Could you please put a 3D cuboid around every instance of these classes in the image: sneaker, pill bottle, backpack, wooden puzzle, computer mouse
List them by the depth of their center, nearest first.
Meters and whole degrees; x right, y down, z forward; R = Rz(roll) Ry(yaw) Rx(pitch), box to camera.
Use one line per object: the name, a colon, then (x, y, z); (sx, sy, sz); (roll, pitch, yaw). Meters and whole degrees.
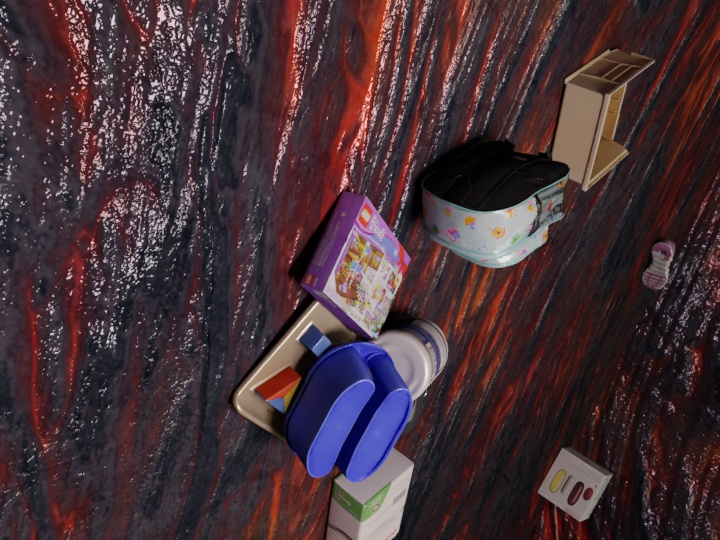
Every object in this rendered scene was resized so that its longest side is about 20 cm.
wooden puzzle: (-0.072, 0.143, 1.033); (0.200, 0.046, 0.185); (-53, 149, -11)
backpack: (0.189, -0.094, 1.090); (0.200, 0.176, 0.154); (-25, 132, -38)
pill bottle: (0.076, 0.134, 1.158); (0.111, 0.111, 0.200); (-67, 166, 12)
computer mouse: (0.098, 0.233, 1.364); (0.200, 0.046, 0.140); (-56, 151, -6)
sneaker: (1.021, -0.026, 2.490); (0.088, 0.080, 0.201); (-42, 145, -41)

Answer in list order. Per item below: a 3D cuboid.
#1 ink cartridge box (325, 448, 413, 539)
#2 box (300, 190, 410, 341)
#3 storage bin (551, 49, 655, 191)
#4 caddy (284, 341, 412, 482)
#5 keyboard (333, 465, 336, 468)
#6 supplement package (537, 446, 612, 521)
ink cartridge box: (0.014, 0.449, 1.390); (0.146, 0.084, 0.201); (-27, 137, -42)
box: (0.000, 0.000, 0.998); (0.137, 0.039, 0.200); (-66, 152, -14)
storage bin: (0.458, -0.292, 1.397); (0.198, 0.094, 0.201); (-36, 142, -34)
caddy: (-0.020, 0.195, 1.019); (0.141, 0.105, 0.200); (19, 107, -34)
keyboard: (0.016, 0.279, 1.263); (0.200, 0.040, 0.104); (-24, 128, -36)
supplement package: (0.820, 0.813, 2.800); (0.147, 0.191, 0.201); (21, 97, -59)
